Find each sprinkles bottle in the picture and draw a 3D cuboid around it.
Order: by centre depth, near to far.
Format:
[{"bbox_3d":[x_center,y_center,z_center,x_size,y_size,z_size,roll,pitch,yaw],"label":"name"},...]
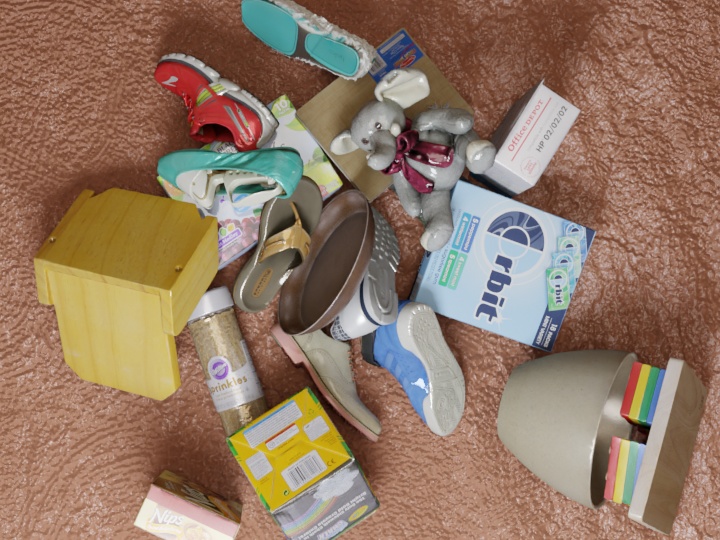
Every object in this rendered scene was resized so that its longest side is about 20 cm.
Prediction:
[{"bbox_3d":[-0.169,0.124,1.669,0.068,0.068,0.202,-20,89,-5],"label":"sprinkles bottle"}]

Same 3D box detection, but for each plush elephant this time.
[{"bbox_3d":[0.055,-0.156,1.612,0.153,0.165,0.201,12,42,-24],"label":"plush elephant"}]

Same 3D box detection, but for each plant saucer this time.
[{"bbox_3d":[-0.038,-0.005,1.631,0.032,0.200,0.202,26,85,-24],"label":"plant saucer"}]

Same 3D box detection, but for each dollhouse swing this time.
[{"bbox_3d":[-0.281,0.030,1.648,0.198,0.177,0.183,11,50,21],"label":"dollhouse swing"}]

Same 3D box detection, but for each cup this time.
[{"bbox_3d":[0.257,0.186,1.655,0.142,0.200,0.202,13,85,25],"label":"cup"}]

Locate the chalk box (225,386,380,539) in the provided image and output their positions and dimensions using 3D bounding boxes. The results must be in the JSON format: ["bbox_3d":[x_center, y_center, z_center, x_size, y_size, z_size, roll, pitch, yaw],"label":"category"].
[{"bbox_3d":[-0.064,0.262,1.626,0.124,0.201,0.124,-32,56,-8],"label":"chalk box"}]

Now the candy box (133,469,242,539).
[{"bbox_3d":[-0.206,0.298,1.590,0.114,0.200,0.056,24,85,-2],"label":"candy box"}]

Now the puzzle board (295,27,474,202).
[{"bbox_3d":[0.033,-0.205,1.708,0.200,0.017,0.151,-41,90,-20],"label":"puzzle board"}]

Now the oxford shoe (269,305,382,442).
[{"bbox_3d":[-0.030,0.131,1.679,0.074,0.071,0.200,-40,91,-8],"label":"oxford shoe"}]

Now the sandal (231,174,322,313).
[{"bbox_3d":[-0.100,-0.026,1.652,0.080,0.054,0.201,15,110,-34],"label":"sandal"}]

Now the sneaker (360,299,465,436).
[{"bbox_3d":[0.062,0.121,1.691,0.077,0.111,0.201,-43,126,-31],"label":"sneaker"}]

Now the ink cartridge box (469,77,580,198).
[{"bbox_3d":[0.209,-0.164,1.648,0.067,0.200,0.116,32,85,-2],"label":"ink cartridge box"}]

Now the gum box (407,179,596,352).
[{"bbox_3d":[0.183,-0.007,1.690,0.198,0.045,0.172,19,95,-12],"label":"gum box"}]

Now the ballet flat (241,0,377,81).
[{"bbox_3d":[-0.064,-0.306,1.701,0.199,0.072,0.072,31,85,17],"label":"ballet flat"}]

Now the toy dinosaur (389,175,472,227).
[{"bbox_3d":[0.093,-0.102,1.716,0.200,0.047,0.088,41,91,2],"label":"toy dinosaur"}]

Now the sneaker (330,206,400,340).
[{"bbox_3d":[0.000,0.000,1.656,0.080,0.201,0.076,-31,123,31],"label":"sneaker"}]

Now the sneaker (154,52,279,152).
[{"bbox_3d":[-0.197,-0.208,1.650,0.199,0.077,0.085,31,78,27],"label":"sneaker"}]

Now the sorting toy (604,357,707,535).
[{"bbox_3d":[0.369,0.221,1.655,0.069,0.200,0.201,13,80,26],"label":"sorting toy"}]

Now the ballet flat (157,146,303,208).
[{"bbox_3d":[-0.167,-0.112,1.600,0.198,0.068,0.071,-2,57,17],"label":"ballet flat"}]

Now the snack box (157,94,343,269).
[{"bbox_3d":[-0.143,-0.114,1.691,0.199,0.053,0.143,-34,88,-6],"label":"snack box"}]
